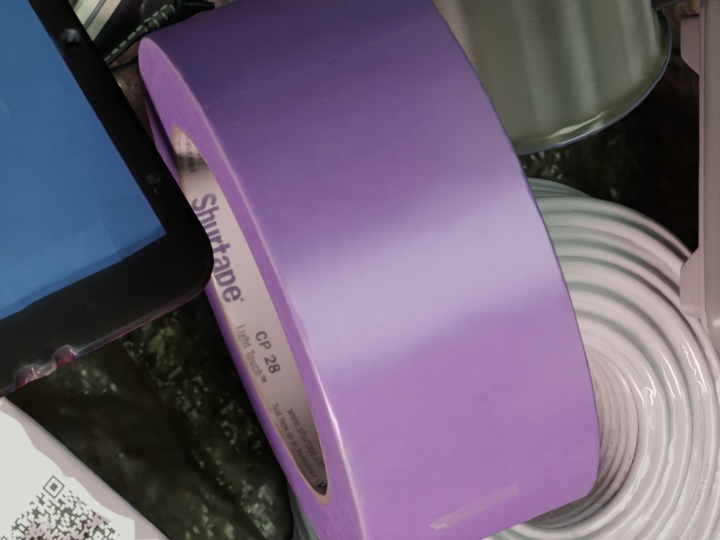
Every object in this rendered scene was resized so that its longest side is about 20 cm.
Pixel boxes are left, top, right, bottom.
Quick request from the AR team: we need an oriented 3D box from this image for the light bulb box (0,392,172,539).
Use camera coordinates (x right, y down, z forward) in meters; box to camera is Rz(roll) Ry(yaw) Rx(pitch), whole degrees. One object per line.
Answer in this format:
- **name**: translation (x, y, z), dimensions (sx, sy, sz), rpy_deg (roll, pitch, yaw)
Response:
- **light bulb box**: translation (-0.133, 0.173, 0.861), dimensions (0.200, 0.125, 0.198), rpy_deg (44, 75, -18)

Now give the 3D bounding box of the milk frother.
- **milk frother**: translation (0.065, -0.121, 0.823), dimensions (0.180, 0.200, 0.188), rpy_deg (-5, 132, 14)

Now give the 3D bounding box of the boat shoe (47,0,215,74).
- **boat shoe**: translation (-0.086, -0.107, 0.886), dimensions (0.200, 0.075, 0.062), rpy_deg (-50, 132, 3)

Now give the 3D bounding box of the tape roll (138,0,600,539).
- **tape roll**: translation (0.000, 0.000, 0.820), dimensions (0.085, 0.200, 0.200), rpy_deg (-21, 101, -9)

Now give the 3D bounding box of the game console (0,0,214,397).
- **game console**: translation (-0.156, -0.056, 0.762), dimensions (0.119, 0.172, 0.200), rpy_deg (-33, 82, 6)

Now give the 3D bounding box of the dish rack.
- **dish rack**: translation (0.174, -0.034, 0.983), dimensions (0.200, 0.043, 0.172), rpy_deg (14, 75, -62)

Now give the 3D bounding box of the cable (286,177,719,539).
- **cable**: translation (0.065, 0.063, 0.975), dimensions (0.200, 0.069, 0.200), rpy_deg (-6, 95, -24)

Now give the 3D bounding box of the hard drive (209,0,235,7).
- **hard drive**: translation (-0.002, -0.136, 0.960), dimensions (0.132, 0.026, 0.200), rpy_deg (-30, 104, -20)
